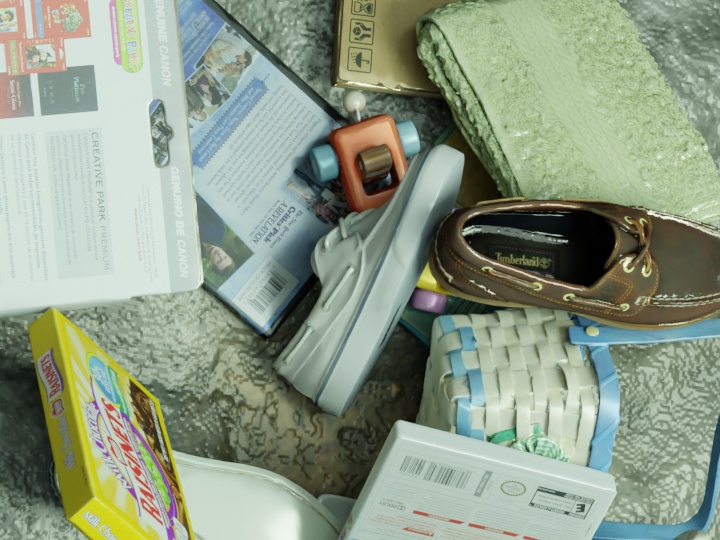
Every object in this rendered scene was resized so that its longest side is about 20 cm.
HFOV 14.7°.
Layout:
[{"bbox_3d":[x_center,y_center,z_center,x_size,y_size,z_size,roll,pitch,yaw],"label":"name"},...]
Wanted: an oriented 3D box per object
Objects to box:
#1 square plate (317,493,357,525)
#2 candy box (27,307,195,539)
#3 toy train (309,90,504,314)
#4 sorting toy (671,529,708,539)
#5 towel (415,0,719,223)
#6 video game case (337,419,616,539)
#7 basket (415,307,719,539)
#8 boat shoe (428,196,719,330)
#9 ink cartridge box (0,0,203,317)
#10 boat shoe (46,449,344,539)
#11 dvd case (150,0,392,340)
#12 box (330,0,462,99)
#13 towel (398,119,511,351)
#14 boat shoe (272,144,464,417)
[{"bbox_3d":[0.043,0.259,1.785,0.199,0.028,0.199,14,82,-15],"label":"square plate"},{"bbox_3d":[-0.140,0.107,1.600,0.026,0.200,0.102,-40,122,12],"label":"candy box"},{"bbox_3d":[0.076,-0.054,1.769,0.199,0.056,0.151,-14,96,-12],"label":"toy train"},{"bbox_3d":[0.205,0.263,1.759,0.106,0.180,0.201,-22,91,7],"label":"sorting toy"},{"bbox_3d":[0.135,-0.098,1.761,0.148,0.037,0.201,-22,74,-25],"label":"towel"},{"bbox_3d":[0.052,0.184,1.701,0.142,0.018,0.201,15,124,-15],"label":"video game case"},{"bbox_3d":[0.136,0.105,1.749,0.199,0.139,0.177,-3,127,-13],"label":"basket"},{"bbox_3d":[0.142,-0.006,1.673,0.199,0.070,0.071,1,72,-12],"label":"boat shoe"},{"bbox_3d":[-0.193,-0.076,1.693,0.174,0.084,0.201,-5,93,-11],"label":"ink cartridge box"},{"bbox_3d":[-0.100,0.153,1.731,0.199,0.062,0.075,16,79,-12],"label":"boat shoe"},{"bbox_3d":[-0.089,-0.074,1.774,0.200,0.018,0.143,41,76,-9],"label":"dvd case"},{"bbox_3d":[0.067,-0.209,1.817,0.162,0.021,0.201,6,80,-13],"label":"box"},{"bbox_3d":[0.096,-0.029,1.825,0.147,0.022,0.200,41,75,-10],"label":"towel"},{"bbox_3d":[0.000,0.000,1.724,0.065,0.074,0.201,30,116,8],"label":"boat shoe"}]
